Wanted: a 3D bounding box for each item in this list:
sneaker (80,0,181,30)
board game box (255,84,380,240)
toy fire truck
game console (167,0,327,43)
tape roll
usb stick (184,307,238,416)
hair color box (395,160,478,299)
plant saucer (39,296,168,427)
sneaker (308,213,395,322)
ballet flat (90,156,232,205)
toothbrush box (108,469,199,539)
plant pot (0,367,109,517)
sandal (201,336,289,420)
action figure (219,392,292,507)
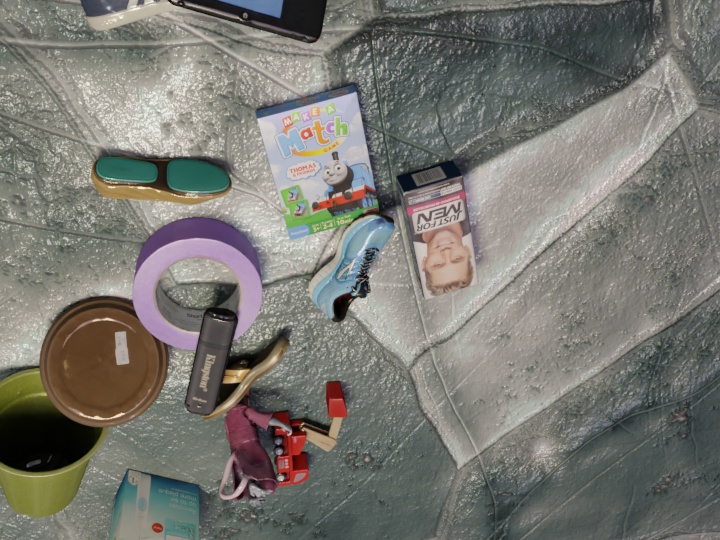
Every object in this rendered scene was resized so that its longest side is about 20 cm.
[{"bbox_3d":[-0.259,-0.368,0.933,0.196,0.076,0.086,-18,127,0],"label":"sneaker"},{"bbox_3d":[-0.060,-0.157,1.125,0.148,0.037,0.204,-15,122,-3],"label":"board game box"},{"bbox_3d":[-0.093,0.305,1.388,0.137,0.049,0.204,-5,121,-8],"label":"toy fire truck"},{"bbox_3d":[-0.129,-0.391,0.926,0.195,0.031,0.182,10,86,-17],"label":"game console"},{"bbox_3d":[-0.252,0.023,1.176,0.195,0.066,0.204,-5,121,-9],"label":"tape roll"},{"bbox_3d":[-0.238,0.146,1.196,0.054,0.033,0.203,10,119,-16],"label":"usb stick"},{"bbox_3d":[0.125,-0.061,1.208,0.098,0.061,0.203,-16,123,-1],"label":"hair color box"},{"bbox_3d":[-0.400,0.144,1.180,0.195,0.029,0.206,0,88,-13],"label":"plant saucer"},{"bbox_3d":[0.000,0.000,1.189,0.077,0.091,0.202,7,127,-43],"label":"sneaker"},{"bbox_3d":[-0.286,-0.127,1.092,0.195,0.070,0.063,7,148,-13],"label":"ballet flat"},{"bbox_3d":[-0.367,0.470,1.340,0.144,0.201,0.086,20,116,-21],"label":"toothbrush box"},{"bbox_3d":[-0.518,0.298,1.231,0.195,0.203,0.192,8,132,-16],"label":"plant pot"},{"bbox_3d":[-0.202,0.172,1.274,0.199,0.081,0.054,-42,105,12],"label":"sandal"},{"bbox_3d":[-0.203,0.294,1.282,0.133,0.204,0.148,-31,153,30],"label":"action figure"}]
